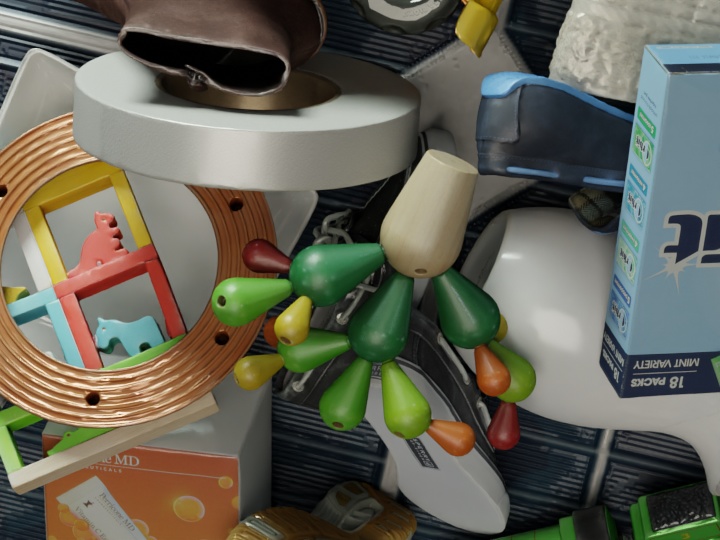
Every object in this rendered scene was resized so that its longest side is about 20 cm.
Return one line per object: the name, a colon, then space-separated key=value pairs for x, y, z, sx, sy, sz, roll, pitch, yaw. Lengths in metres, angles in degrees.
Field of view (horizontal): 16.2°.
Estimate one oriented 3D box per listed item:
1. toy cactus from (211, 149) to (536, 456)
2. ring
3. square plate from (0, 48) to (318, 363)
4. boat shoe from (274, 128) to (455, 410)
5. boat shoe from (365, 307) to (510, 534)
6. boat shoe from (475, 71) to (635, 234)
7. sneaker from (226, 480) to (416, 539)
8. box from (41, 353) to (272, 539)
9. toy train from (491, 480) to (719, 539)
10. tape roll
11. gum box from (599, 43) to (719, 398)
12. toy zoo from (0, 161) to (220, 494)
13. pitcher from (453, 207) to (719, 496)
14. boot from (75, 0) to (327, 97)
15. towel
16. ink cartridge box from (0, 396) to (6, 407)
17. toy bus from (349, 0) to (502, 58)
toy cactus: x=0.021 y=0.013 z=1.399 sx=0.200 sy=0.102 sz=0.165 roll=20 pitch=105 yaw=-12
ring: x=-0.147 y=-0.002 z=1.490 sx=0.200 sy=0.019 sz=0.201 roll=-1 pitch=73 yaw=4
square plate: x=-0.153 y=-0.013 z=1.574 sx=0.200 sy=0.028 sz=0.198 roll=27 pitch=110 yaw=-3
boat shoe: x=0.000 y=-0.001 z=1.535 sx=0.068 sy=0.074 sz=0.200 roll=15 pitch=121 yaw=-14
boat shoe: x=0.051 y=0.093 z=1.544 sx=0.072 sy=0.068 sz=0.200 roll=8 pitch=150 yaw=31
boat shoe: x=0.138 y=-0.053 z=1.437 sx=0.200 sy=0.084 sz=0.069 roll=19 pitch=83 yaw=-28
sneaker: x=-0.031 y=0.192 z=1.540 sx=0.076 sy=0.200 sz=0.088 roll=33 pitch=107 yaw=21
box: x=-0.124 y=0.164 z=1.576 sx=0.124 sy=0.098 sz=0.200 roll=6 pitch=121 yaw=8
toy train: x=0.137 y=0.174 z=1.586 sx=0.200 sy=0.042 sz=0.056 roll=-16 pitch=150 yaw=12
tape roll: x=-0.065 y=-0.090 z=1.444 sx=0.202 sy=0.203 sz=0.037 roll=5 pitch=108 yaw=5
gum box: x=0.230 y=-0.028 z=1.403 sx=0.170 sy=0.045 sz=0.200 roll=-3 pitch=118 yaw=-14
toy zoo: x=-0.180 y=0.018 z=1.507 sx=0.131 sy=0.020 sz=0.200 roll=-22 pitch=72 yaw=-2
pitcher: x=0.166 y=0.020 z=1.510 sx=0.200 sy=0.121 sz=0.172 roll=25 pitch=87 yaw=-10
boot: x=-0.119 y=-0.158 z=1.443 sx=0.200 sy=0.166 sz=0.073 roll=16 pitch=109 yaw=3
towel: x=0.214 y=-0.148 z=1.411 sx=0.200 sy=0.034 sz=0.133 roll=11 pitch=100 yaw=-8
ink cartridge box: x=-0.366 y=0.081 z=1.625 sx=0.198 sy=0.043 sz=0.200 roll=-42 pitch=102 yaw=18
toy bus: x=0.020 y=-0.241 z=1.426 sx=0.200 sy=0.136 sz=0.192 roll=29 pitch=97 yaw=-1
